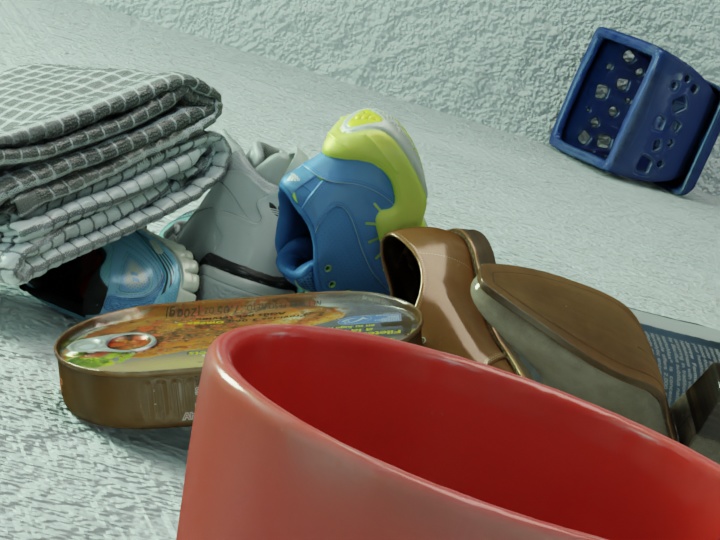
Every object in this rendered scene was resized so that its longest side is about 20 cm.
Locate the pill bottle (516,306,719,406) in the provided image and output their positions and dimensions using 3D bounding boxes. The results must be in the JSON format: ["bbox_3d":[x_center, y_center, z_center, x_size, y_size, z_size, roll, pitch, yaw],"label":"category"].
[{"bbox_3d":[0.184,0.087,1.470,0.200,0.120,0.120,14,11,-28],"label":"pill bottle"}]

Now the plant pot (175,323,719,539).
[{"bbox_3d":[0.021,0.133,0.739,0.200,0.178,0.200,18,10,-3],"label":"plant pot"}]

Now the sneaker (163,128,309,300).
[{"bbox_3d":[-0.084,-0.026,1.513,0.075,0.115,0.200,18,-6,-23],"label":"sneaker"}]

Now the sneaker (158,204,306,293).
[{"bbox_3d":[-0.056,0.004,1.648,0.200,0.078,0.086,13,12,25],"label":"sneaker"}]

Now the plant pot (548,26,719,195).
[{"bbox_3d":[0.428,-0.230,3.481,0.179,0.200,0.200,21,7,-27],"label":"plant pot"}]

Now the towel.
[{"bbox_3d":[-0.203,-0.070,1.429,0.165,0.086,0.200,10,27,42],"label":"towel"}]

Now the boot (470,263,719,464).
[{"bbox_3d":[0.119,0.092,1.237,0.200,0.146,0.070,26,33,-9],"label":"boot"}]

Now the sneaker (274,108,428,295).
[{"bbox_3d":[0.000,0.000,1.437,0.105,0.200,0.076,-30,31,-16],"label":"sneaker"}]

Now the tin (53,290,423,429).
[{"bbox_3d":[-0.064,0.048,1.256,0.199,0.042,0.112,-4,14,1],"label":"tin"}]

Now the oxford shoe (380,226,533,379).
[{"bbox_3d":[0.052,0.060,1.342,0.071,0.071,0.200,8,48,-32],"label":"oxford shoe"}]

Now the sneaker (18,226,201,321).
[{"bbox_3d":[-0.183,-0.017,1.481,0.090,0.079,0.200,7,15,-37],"label":"sneaker"}]
